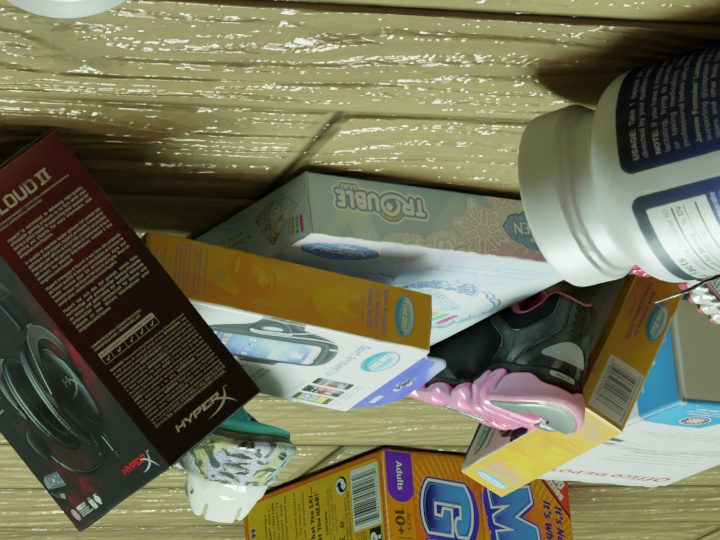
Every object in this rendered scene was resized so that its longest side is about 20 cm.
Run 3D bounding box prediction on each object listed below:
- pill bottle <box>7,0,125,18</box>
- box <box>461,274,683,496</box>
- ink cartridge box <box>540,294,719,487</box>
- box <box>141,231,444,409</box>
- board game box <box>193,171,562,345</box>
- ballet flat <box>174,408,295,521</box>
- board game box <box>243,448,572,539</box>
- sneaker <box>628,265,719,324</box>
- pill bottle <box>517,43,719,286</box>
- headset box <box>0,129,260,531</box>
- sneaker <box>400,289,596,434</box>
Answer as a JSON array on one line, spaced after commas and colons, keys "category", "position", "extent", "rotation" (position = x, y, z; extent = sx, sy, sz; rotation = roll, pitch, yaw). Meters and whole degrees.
[{"category": "pill bottle", "position": [-0.107, -0.165, 0.996], "extent": [0.110, 0.111, 0.200], "rotation": [-3, 163, -6]}, {"category": "box", "position": [0.135, 0.076, 1.835], "extent": [0.041, 0.119, 0.200], "rotation": [32, 153, -9]}, {"category": "ink cartridge box", "position": [0.217, 0.087, 1.951], "extent": [0.146, 0.086, 0.200], "rotation": [6, 161, -32]}, {"category": "box", "position": [-0.053, 0.033, 1.604], "extent": [0.199, 0.042, 0.119], "rotation": [11, 156, -22]}, {"category": "board game box", "position": [0.000, 0.000, 1.678], "extent": [0.200, 0.044, 0.199], "rotation": [7, 160, -33]}, {"category": "ballet flat", "position": [-0.082, 0.117, 1.681], "extent": [0.072, 0.072, 0.200], "rotation": [-2, -177, -11]}, {"category": "board game box", "position": [0.044, 0.275, 2.315], "extent": [0.199, 0.201, 0.200], "rotation": [8, 159, -37]}, {"category": "sneaker", "position": [0.217, -0.017, 1.624], "extent": [0.075, 0.081, 0.200], "rotation": [-19, 158, 34]}, {"category": "pill bottle", "position": [0.189, -0.059, 1.421], "extent": [0.200, 0.116, 0.116], "rotation": [-14, 161, 29]}, {"category": "headset box", "position": [-0.166, 0.028, 1.507], "extent": [0.077, 0.200, 0.149], "rotation": [-40, -178, -31]}, {"category": "sneaker", "position": [0.092, 0.050, 1.762], "extent": [0.079, 0.096, 0.200], "rotation": [19, 172, -25]}]
